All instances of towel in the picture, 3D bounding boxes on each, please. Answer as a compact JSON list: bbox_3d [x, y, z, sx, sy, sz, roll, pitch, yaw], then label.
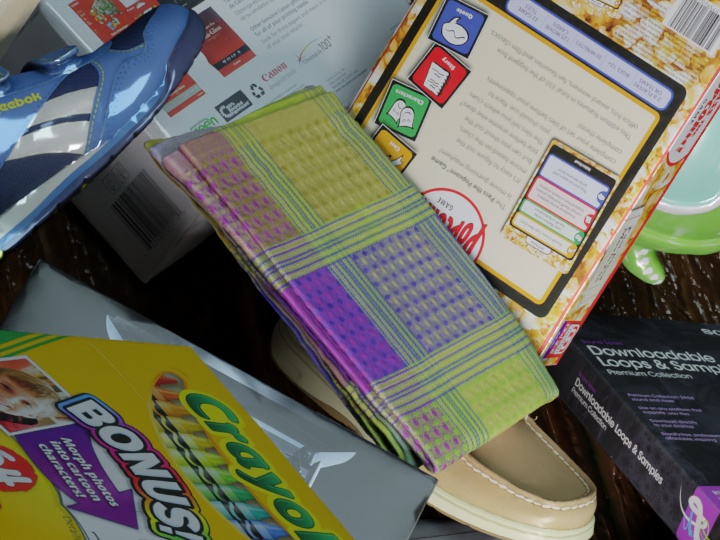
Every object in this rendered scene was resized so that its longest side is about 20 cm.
[{"bbox_3d":[0.000,0.000,1.235,0.200,0.023,0.144,50,33,9],"label":"towel"}]

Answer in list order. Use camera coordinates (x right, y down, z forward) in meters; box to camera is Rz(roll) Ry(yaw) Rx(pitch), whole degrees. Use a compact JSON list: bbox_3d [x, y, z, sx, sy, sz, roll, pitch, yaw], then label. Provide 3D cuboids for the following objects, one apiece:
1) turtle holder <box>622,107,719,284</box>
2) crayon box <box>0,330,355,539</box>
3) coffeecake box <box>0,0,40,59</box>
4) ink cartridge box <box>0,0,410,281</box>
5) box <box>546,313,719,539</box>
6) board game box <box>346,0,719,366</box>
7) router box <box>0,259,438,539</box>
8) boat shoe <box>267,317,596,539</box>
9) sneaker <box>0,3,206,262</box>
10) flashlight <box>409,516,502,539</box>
[{"bbox_3d":[0.147,-0.102,1.376,0.141,0.132,0.186,-22,68,-41],"label":"turtle holder"},{"bbox_3d":[-0.092,0.098,0.990,0.172,0.058,0.200,5,31,-42],"label":"crayon box"},{"bbox_3d":[-0.251,-0.161,1.242,0.200,0.154,0.073,50,47,7],"label":"coffeecake box"},{"bbox_3d":[-0.089,-0.122,1.361,0.176,0.084,0.200,49,45,3],"label":"ink cartridge box"},{"bbox_3d":[0.191,0.089,1.387,0.143,0.036,0.200,6,27,-32],"label":"box"},{"bbox_3d":[0.082,-0.077,1.301,0.151,0.200,0.046,35,11,16],"label":"board game box"},{"bbox_3d":[-0.090,0.113,1.134,0.200,0.052,0.157,30,65,-2],"label":"router box"},{"bbox_3d":[0.037,0.060,1.290,0.200,0.066,0.074,35,29,27],"label":"boat shoe"},{"bbox_3d":[-0.153,-0.065,1.198,0.200,0.074,0.082,-43,93,-22],"label":"sneaker"},{"bbox_3d":[0.014,0.147,1.269,0.200,0.068,0.068,-1,96,-40],"label":"flashlight"}]
